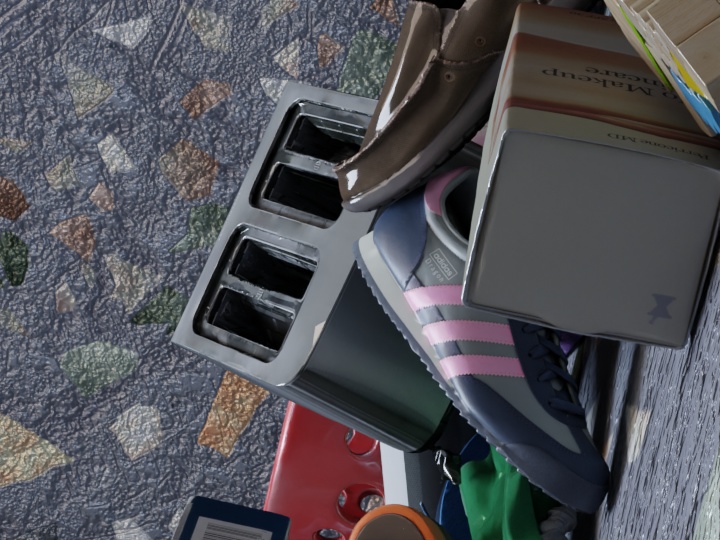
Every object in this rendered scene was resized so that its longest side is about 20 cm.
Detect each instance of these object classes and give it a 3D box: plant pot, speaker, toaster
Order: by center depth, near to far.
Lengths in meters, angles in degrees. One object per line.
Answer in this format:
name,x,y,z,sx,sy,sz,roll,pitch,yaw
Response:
toaster,0.000,0.000,1.337,0.200,0.119,0.181,19,85,56
speaker,0.054,0.129,1.465,0.081,0.081,0.200,-75,-18,-72
plant pot,0.031,0.123,1.674,0.200,0.182,0.201,13,-90,-89

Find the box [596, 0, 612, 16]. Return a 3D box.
box,0.142,-0.083,1.236,0.158,0.050,0.200,-77,0,-70

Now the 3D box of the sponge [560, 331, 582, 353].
sponge,0.089,0.024,1.512,0.200,0.111,0.030,101,-173,-79

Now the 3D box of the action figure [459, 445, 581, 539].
action figure,0.089,0.141,1.210,0.200,0.055,0.118,-90,13,-61

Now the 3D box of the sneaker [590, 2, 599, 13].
sneaker,0.161,-0.194,1.435,0.200,0.075,0.087,-76,-7,-46

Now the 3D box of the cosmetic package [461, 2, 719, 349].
cosmetic package,0.107,-0.049,1.058,0.200,0.103,0.087,-79,1,-67

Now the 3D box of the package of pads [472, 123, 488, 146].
package of pads,0.122,-0.108,1.478,0.121,0.076,0.200,58,-142,-48

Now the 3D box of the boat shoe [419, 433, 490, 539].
boat shoe,0.065,0.187,1.373,0.069,0.084,0.200,112,175,-56

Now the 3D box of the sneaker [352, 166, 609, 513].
sneaker,0.075,0.030,1.169,0.082,0.200,0.070,-45,-28,14

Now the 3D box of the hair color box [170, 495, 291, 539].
hair color box,-0.089,0.234,1.244,0.100,0.060,0.200,-73,-5,-69

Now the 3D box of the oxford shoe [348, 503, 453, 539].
oxford shoe,0.053,0.218,1.191,0.073,0.071,0.200,26,-133,-60

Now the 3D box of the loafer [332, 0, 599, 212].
loafer,0.050,-0.112,1.193,0.200,0.071,0.073,-46,-2,20

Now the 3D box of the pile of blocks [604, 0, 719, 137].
pile of blocks,0.148,-0.101,0.937,0.062,0.082,0.200,-34,16,5
